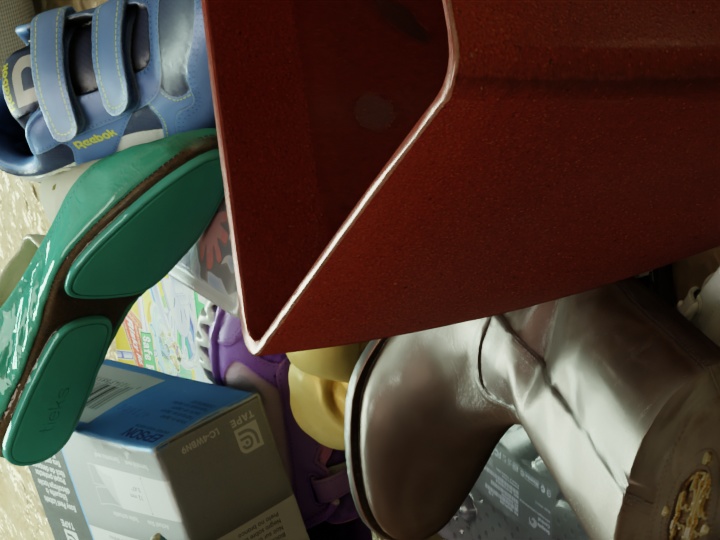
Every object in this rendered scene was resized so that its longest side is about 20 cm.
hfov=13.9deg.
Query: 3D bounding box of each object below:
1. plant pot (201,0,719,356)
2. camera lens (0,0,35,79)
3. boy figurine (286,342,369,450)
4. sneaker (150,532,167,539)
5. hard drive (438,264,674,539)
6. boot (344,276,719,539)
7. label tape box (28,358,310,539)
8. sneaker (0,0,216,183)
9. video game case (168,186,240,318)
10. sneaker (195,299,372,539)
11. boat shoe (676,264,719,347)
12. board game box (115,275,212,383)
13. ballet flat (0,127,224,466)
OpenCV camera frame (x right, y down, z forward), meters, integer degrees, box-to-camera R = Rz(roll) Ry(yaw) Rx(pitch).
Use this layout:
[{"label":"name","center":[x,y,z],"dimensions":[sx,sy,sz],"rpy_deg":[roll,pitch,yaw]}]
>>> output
[{"label":"plant pot","center":[0.062,-0.097,0.989],"dimensions":[0.200,0.175,0.201],"rpy_deg":[129,139,-56]},{"label":"camera lens","center":[-0.260,-0.155,1.585],"dimensions":[0.160,0.159,0.201],"rpy_deg":[7,111,60]},{"label":"boy figurine","center":[0.000,0.000,1.266],"dimensions":[0.064,0.125,0.201],"rpy_deg":[9,120,10]},{"label":"sneaker","center":[-0.118,0.175,1.343],"dimensions":[0.200,0.076,0.081],"rpy_deg":[-31,83,54]},{"label":"hard drive","center":[0.077,0.044,1.209],"dimensions":[0.135,0.042,0.201],"rpy_deg":[35,133,49]},{"label":"boot","center":[0.069,0.072,1.092],"dimensions":[0.200,0.064,0.187],"rpy_deg":[51,136,50]},{"label":"label tape box","center":[-0.078,0.150,1.387],"dimensions":[0.143,0.066,0.201],"rpy_deg":[8,119,55]},{"label":"sneaker","center":[-0.109,-0.084,1.301],"dimensions":[0.200,0.082,0.074],"rpy_deg":[-36,50,54]},{"label":"video game case","center":[-0.069,-0.088,1.335],"dimensions":[0.200,0.023,0.184],"rpy_deg":[27,108,62]},{"label":"sneaker","center":[-0.024,0.071,1.379],"dimensions":[0.088,0.080,0.201],"rpy_deg":[41,144,37]},{"label":"boat shoe","center":[0.140,0.031,1.070],"dimensions":[0.200,0.071,0.069],"rpy_deg":[112,152,-57]},{"label":"board game box","center":[-0.086,-0.012,1.483],"dimensions":[0.134,0.034,0.201],"rpy_deg":[25,126,54]},{"label":"ballet flat","center":[-0.127,-0.003,1.303],"dimensions":[0.071,0.067,0.200],"rpy_deg":[52,125,28]}]
